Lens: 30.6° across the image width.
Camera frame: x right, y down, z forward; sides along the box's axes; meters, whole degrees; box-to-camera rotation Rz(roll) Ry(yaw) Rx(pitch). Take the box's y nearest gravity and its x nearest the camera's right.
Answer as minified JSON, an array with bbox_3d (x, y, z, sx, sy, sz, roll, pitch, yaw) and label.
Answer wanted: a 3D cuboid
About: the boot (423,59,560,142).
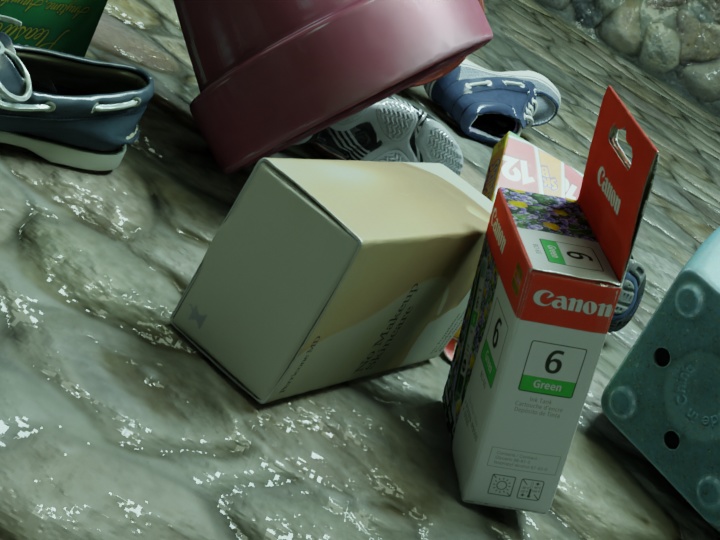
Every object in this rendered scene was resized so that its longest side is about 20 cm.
[{"bbox_3d":[0.159,-0.168,1.418,0.200,0.073,0.090,3,42,-41],"label":"boot"}]

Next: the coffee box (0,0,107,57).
[{"bbox_3d":[-0.185,-0.209,0.773,0.044,0.200,0.123,35,20,22],"label":"coffee box"}]

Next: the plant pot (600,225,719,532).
[{"bbox_3d":[0.274,0.076,0.845,0.200,0.196,0.196,-1,38,-42],"label":"plant pot"}]

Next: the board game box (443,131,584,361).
[{"bbox_3d":[0.117,-0.001,0.882,0.095,0.030,0.200,29,50,-12],"label":"board game box"}]

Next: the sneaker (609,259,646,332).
[{"bbox_3d":[0.122,-0.005,0.988,0.200,0.075,0.087,22,5,-36],"label":"sneaker"}]

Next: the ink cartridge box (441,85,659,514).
[{"bbox_3d":[0.091,0.011,0.677,0.050,0.200,0.109,9,24,-7],"label":"ink cartridge box"}]

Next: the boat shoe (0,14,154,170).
[{"bbox_3d":[-0.197,-0.102,0.705,0.200,0.062,0.075,12,30,-44],"label":"boat shoe"}]

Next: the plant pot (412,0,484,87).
[{"bbox_3d":[0.031,-0.300,1.361,0.201,0.201,0.195,21,31,-30],"label":"plant pot"}]

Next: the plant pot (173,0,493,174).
[{"bbox_3d":[-0.041,-0.184,0.849,0.179,0.200,0.200,63,20,-4],"label":"plant pot"}]

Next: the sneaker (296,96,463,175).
[{"bbox_3d":[-0.014,-0.129,1.031,0.200,0.075,0.115,20,26,-24],"label":"sneaker"}]

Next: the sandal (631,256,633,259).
[{"bbox_3d":[0.235,-0.047,1.270,0.076,0.043,0.200,29,20,-12],"label":"sandal"}]

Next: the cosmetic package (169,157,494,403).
[{"bbox_3d":[0.000,0.000,0.711,0.071,0.105,0.200,39,22,21],"label":"cosmetic package"}]
